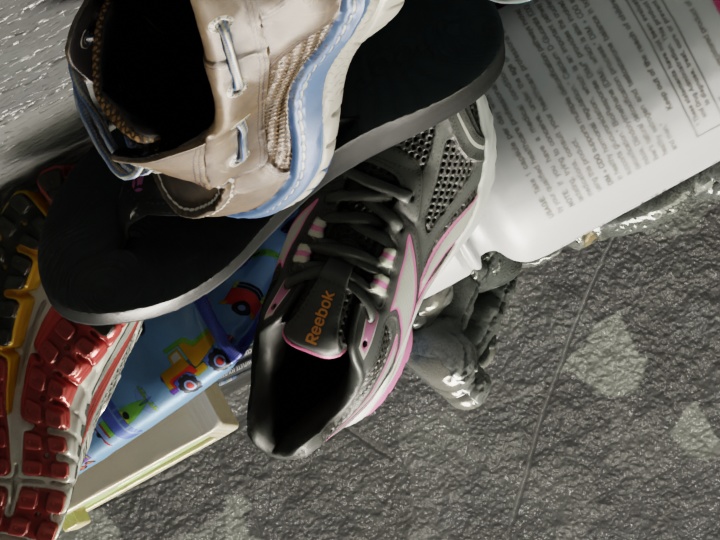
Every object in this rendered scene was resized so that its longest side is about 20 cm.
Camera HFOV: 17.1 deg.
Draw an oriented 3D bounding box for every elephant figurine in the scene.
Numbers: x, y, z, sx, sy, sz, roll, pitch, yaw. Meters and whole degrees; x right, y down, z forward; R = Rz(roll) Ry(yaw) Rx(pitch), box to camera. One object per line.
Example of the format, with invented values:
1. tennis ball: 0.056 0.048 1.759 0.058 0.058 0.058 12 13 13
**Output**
1. elephant figurine: 0.075 -0.040 1.220 0.200 0.155 0.141 -48 -168 -2

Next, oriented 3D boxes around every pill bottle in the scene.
1. pill bottle: 0.091 -0.075 1.094 0.199 0.114 0.113 -29 176 4

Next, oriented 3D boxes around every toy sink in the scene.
1. toy sink: -0.181 0.095 1.370 0.199 0.112 0.130 -28 176 -2

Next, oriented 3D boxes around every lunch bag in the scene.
1. lunch bag: -0.086 0.004 1.159 0.150 0.094 0.200 -34 -177 33

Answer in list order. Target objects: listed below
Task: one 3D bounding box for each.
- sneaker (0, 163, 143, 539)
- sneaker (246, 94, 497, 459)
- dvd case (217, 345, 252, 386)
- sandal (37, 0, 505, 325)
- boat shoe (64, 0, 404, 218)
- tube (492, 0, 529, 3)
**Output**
1. sneaker: -0.129 0.048 0.963 0.201 0.078 0.082 -61 175 13
2. sneaker: 0.000 0.000 1.014 0.086 0.080 0.201 -53 159 -58
3. dvd case: -0.128 0.058 1.555 0.145 0.022 0.200 -2 -166 40
4. sandal: -0.038 -0.056 0.883 0.200 0.075 0.048 -35 152 -10
5. boat shoe: -0.047 -0.063 0.689 0.072 0.072 0.200 -22 164 -21
6. tube: 0.098 -0.141 0.832 0.077 0.051 0.200 -26 -177 39
